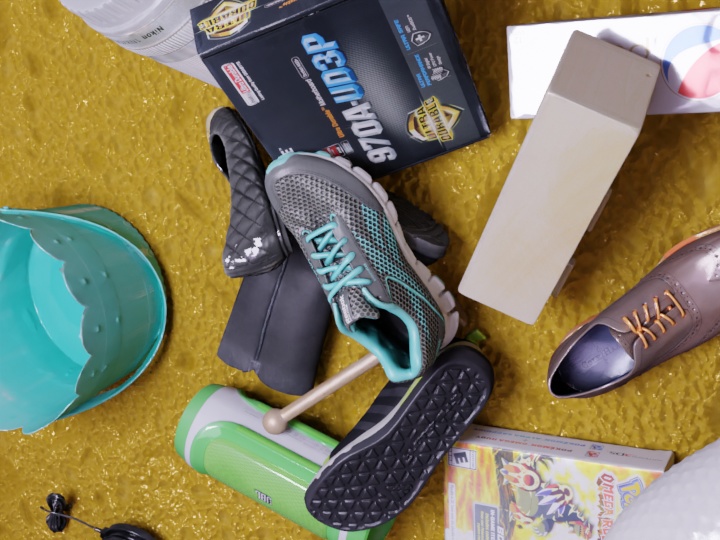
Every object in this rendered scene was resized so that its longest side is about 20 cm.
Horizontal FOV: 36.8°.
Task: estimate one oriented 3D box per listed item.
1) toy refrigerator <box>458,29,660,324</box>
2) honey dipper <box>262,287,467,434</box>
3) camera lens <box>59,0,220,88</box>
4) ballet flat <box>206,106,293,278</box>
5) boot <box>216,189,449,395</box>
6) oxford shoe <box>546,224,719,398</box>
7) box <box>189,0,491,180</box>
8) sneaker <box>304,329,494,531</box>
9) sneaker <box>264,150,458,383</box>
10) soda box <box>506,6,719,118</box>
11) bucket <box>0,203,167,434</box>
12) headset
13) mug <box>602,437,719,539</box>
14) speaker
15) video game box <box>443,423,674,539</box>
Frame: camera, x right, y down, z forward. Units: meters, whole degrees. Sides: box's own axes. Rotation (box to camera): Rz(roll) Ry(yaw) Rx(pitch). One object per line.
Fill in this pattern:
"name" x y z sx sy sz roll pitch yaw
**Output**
"toy refrigerator" 0.136 -0.057 0.752 0.070 0.076 0.200 24 138 4
"honey dipper" -0.001 0.082 0.904 0.200 0.038 0.038 -35 86 17
"camera lens" -0.103 -0.220 0.795 0.160 0.200 0.161 -13 69 39
"ballet flat" -0.103 -0.072 0.877 0.057 0.200 0.067 -20 133 -4
"boot" -0.027 0.023 0.911 0.165 0.066 0.200 33 113 26
"oxford shoe" 0.218 0.036 0.782 0.200 0.073 0.071 -44 81 29
"box" -0.006 -0.137 0.766 0.159 0.200 0.046 -19 59 9
"sneaker" 0.036 0.130 0.886 0.200 0.083 0.072 -44 104 9
"sneaker" 0.000 0.000 0.796 0.078 0.091 0.200 -33 108 29
"soda box" 0.205 -0.144 0.748 0.199 0.064 0.068 2 104 27
"bucket" -0.289 0.036 1.012 0.207 0.135 0.208 8 108 26
"headset" -0.263 0.307 1.091 0.200 0.123 0.094 48 140 25
"mug" 0.275 0.209 0.757 0.175 0.148 0.200 -33 129 18
"speaker" -0.064 0.174 0.961 0.200 0.088 0.089 24 113 21
"video game box" 0.158 0.234 0.884 0.182 0.047 0.201 3 105 24
